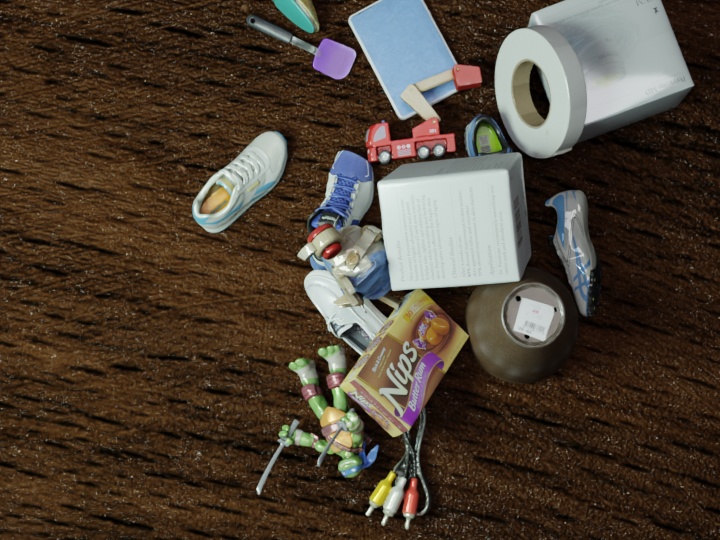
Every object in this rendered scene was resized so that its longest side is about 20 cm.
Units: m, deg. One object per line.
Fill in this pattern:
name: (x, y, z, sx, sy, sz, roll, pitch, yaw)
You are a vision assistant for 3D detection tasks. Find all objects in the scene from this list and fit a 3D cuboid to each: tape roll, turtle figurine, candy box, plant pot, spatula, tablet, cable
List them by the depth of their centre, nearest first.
plant pot: (0.252, 0.076, 1.525, 0.184, 0.200, 0.190, 0, 84, 4)
candy box: (0.070, 0.139, 1.546, 0.117, 0.056, 0.201, 44, 56, -8)
turtle figurine: (-0.065, 0.223, 1.549, 0.197, 0.144, 0.197, -5, 68, -23)
tape roll: (0.278, -0.276, 1.566, 0.037, 0.203, 0.205, -16, 82, -23)
cable: (0.080, 0.305, 1.585, 0.096, 0.050, 0.203, 16, 86, 5)
tablet: (0.078, -0.366, 1.682, 0.129, 0.014, 0.202, -27, 83, 0)
spatula: (-0.105, -0.382, 1.692, 0.198, 0.021, 0.057, 26, 101, 9)

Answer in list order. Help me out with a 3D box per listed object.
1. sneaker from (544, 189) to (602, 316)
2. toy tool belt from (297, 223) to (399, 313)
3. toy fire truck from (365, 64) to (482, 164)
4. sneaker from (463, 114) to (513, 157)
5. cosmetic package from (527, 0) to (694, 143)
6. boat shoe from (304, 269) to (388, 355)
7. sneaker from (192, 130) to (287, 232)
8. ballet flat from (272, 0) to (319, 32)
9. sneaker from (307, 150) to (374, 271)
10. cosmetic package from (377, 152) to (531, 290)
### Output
sneaker: (0.340, -0.025, 1.603, 0.072, 0.072, 0.203, -11, 85, 28)
toy tool belt: (0.000, 0.000, 1.511, 0.125, 0.200, 0.123, -40, 72, 10)
toy fire truck: (0.102, -0.253, 1.639, 0.197, 0.049, 0.143, -6, 92, 2)
sneaker: (0.211, -0.155, 1.609, 0.077, 0.089, 0.203, -17, 82, 3)
cosmetic package: (0.391, -0.333, 1.602, 0.197, 0.123, 0.203, -20, 84, 2)
boat shoe: (-0.018, 0.082, 1.602, 0.200, 0.069, 0.072, 45, 131, 1)
sneaker: (-0.193, -0.147, 1.642, 0.076, 0.081, 0.201, 40, 86, 9)
ballet flat: (-0.135, -0.479, 1.687, 0.199, 0.071, 0.071, 36, 87, 7)
sneaker: (-0.032, -0.093, 1.607, 0.079, 0.115, 0.202, 16, 85, 5)
cosmetic package: (0.146, -0.077, 1.526, 0.197, 0.166, 0.170, -3, 104, 17)
